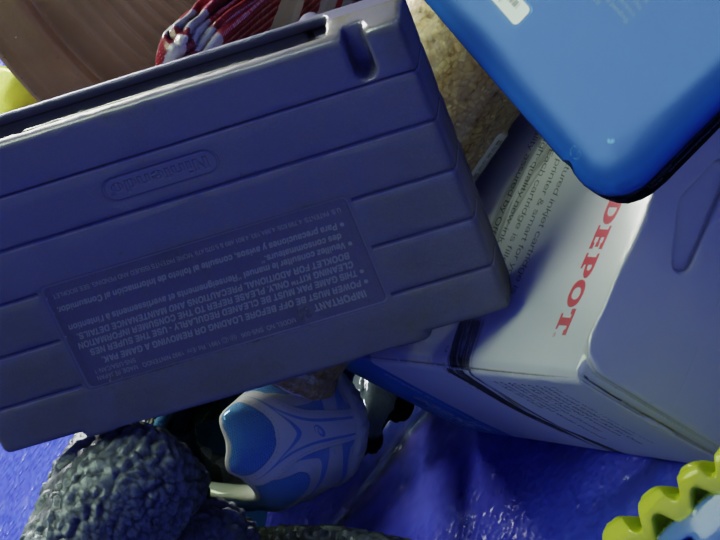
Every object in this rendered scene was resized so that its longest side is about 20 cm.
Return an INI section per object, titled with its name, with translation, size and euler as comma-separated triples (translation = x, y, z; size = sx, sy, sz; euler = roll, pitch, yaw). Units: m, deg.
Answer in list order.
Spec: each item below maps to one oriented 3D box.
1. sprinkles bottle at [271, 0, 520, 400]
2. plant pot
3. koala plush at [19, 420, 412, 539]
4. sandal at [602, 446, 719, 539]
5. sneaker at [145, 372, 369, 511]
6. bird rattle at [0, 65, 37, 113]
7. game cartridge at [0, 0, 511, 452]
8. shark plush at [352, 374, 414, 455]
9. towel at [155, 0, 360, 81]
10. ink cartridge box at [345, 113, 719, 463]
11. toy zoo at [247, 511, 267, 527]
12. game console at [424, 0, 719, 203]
[sprinkles bottle]
translation = 0.015, -0.048, 1.083
size = 0.200, 0.068, 0.068
euler = -56, 26, 10
[plant pot]
translation = -0.107, -0.153, 1.351
size = 0.093, 0.201, 0.201
euler = -32, 35, 23
[koala plush]
translation = -0.084, 0.187, 1.123
size = 0.184, 0.177, 0.201
euler = -30, 38, 65
[sandal]
translation = 0.105, 0.122, 0.953
size = 0.200, 0.079, 0.087
euler = -40, 68, 23
[sneaker]
translation = -0.071, 0.064, 1.194
size = 0.200, 0.072, 0.072
euler = -8, 82, 59
[bird rattle]
translation = -0.140, -0.063, 1.529
size = 0.200, 0.112, 0.164
euler = -35, 66, 57
[game cartridge]
translation = -0.058, -0.014, 1.022
size = 0.199, 0.130, 0.038
euler = -16, 35, 11
[shark plush]
translation = 0.000, 0.000, 1.238
size = 0.091, 0.083, 0.201
euler = -29, 40, 47
[towel]
translation = -0.045, -0.067, 1.123
size = 0.200, 0.023, 0.144
euler = -46, -19, -54
[ink cartridge box]
translation = 0.087, -0.012, 1.092
size = 0.200, 0.084, 0.146
euler = 3, 66, 62
[toy zoo]
translation = -0.068, 0.058, 1.292
size = 0.131, 0.020, 0.201
euler = -151, 68, -64
[game console]
translation = 0.113, -0.133, 1.022
size = 0.171, 0.118, 0.200
euler = -46, 59, 12
